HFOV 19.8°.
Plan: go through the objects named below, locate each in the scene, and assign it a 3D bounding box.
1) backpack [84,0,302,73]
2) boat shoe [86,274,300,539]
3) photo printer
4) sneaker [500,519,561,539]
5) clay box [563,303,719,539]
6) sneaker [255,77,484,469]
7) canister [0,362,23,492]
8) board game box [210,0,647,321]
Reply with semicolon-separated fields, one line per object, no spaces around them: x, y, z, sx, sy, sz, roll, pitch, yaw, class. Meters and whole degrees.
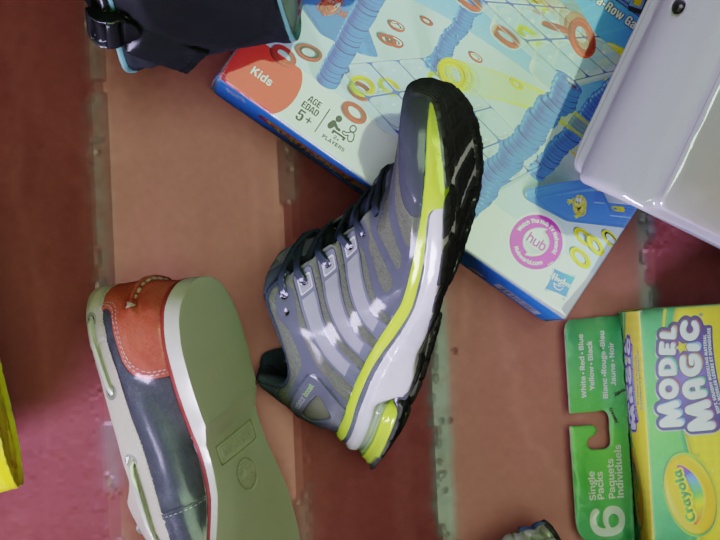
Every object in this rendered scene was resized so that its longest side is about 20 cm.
-0.072;-0.213;0.893;0.153;0.176;0.201;-17;60;4;backpack
-0.077;0.099;0.951;0.062;0.071;0.201;-5;105;30;boat shoe
0.198;-0.103;0.929;0.166;0.069;0.201;22;95;-44;photo printer
0.083;0.224;0.967;0.085;0.077;0.201;-18;83;3;sneaker
0.201;0.071;0.989;0.199;0.048;0.116;-4;89;-7;clay box
0.000;0.000;0.921;0.081;0.074;0.201;19;124;5;sneaker
-0.265;0.050;0.922;0.199;0.087;0.149;-14;89;-5;canister
0.065;-0.112;0.976;0.200;0.056;0.196;34;85;-4;board game box
